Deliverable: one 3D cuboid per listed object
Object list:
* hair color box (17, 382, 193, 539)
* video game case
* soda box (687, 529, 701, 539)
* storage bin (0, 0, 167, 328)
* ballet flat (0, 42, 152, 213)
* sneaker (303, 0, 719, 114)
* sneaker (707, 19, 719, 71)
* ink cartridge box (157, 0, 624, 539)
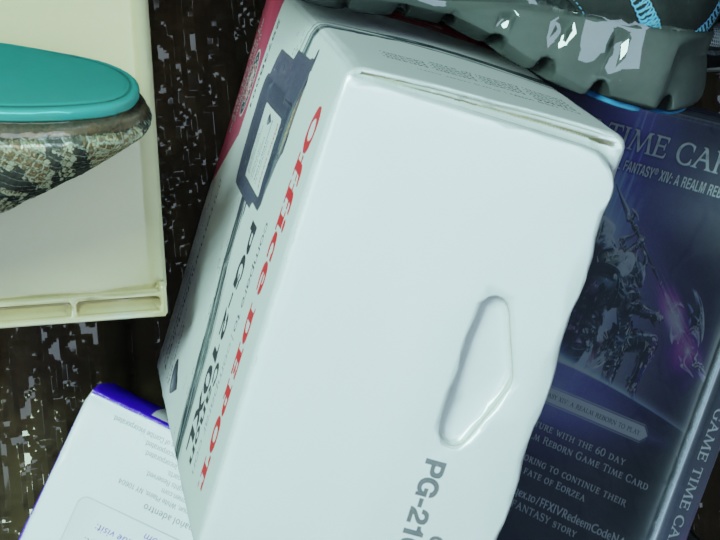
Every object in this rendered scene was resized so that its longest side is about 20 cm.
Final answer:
[{"bbox_3d":[-0.080,0.151,0.818,0.109,0.065,0.201,25,89,2],"label":"hair color box"},{"bbox_3d":[0.066,0.039,0.807,0.019,0.143,0.201,20,91,-37],"label":"video game case"},{"bbox_3d":[0.045,0.163,0.845,0.200,0.071,0.063,-46,106,-3],"label":"soda box"},{"bbox_3d":[-0.164,-0.080,0.777,0.197,0.094,0.201,-4,96,-9],"label":"storage bin"},{"bbox_3d":[-0.163,-0.042,0.708,0.199,0.068,0.076,12,114,-5],"label":"ballet flat"},{"bbox_3d":[0.017,-0.113,0.726,0.199,0.073,0.082,16,100,-9],"label":"sneaker"},{"bbox_3d":[0.067,-0.119,0.804,0.199,0.114,0.076,16,91,-11],"label":"sneaker"},{"bbox_3d":[0.000,0.000,0.749,0.084,0.200,0.145,15,101,-11],"label":"ink cartridge box"}]
